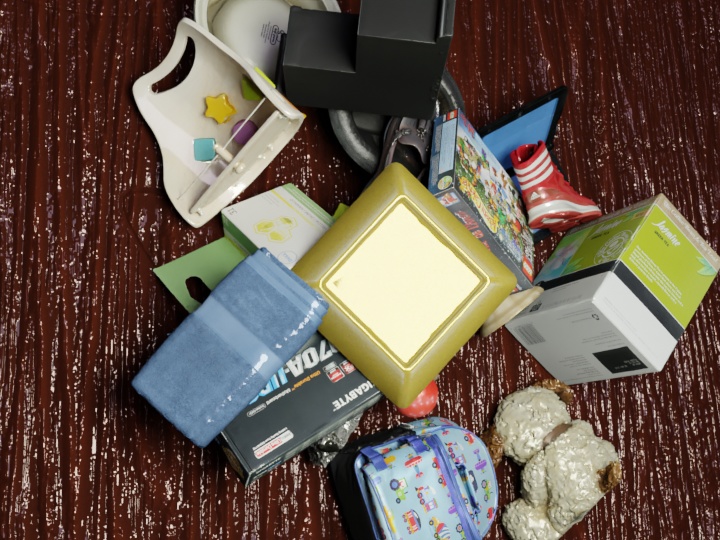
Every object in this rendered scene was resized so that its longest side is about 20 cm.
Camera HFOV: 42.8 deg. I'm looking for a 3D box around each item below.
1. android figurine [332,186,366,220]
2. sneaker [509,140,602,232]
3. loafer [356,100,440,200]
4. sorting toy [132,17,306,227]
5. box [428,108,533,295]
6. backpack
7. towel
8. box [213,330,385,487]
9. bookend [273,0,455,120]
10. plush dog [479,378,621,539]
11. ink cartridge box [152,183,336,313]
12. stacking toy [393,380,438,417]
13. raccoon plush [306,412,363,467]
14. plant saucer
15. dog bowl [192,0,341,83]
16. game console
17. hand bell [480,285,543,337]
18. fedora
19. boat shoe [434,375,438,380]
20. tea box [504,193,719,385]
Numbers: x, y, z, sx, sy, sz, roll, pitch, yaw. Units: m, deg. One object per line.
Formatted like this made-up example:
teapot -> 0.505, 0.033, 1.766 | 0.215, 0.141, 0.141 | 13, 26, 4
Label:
android figurine -> 0.000, 0.000, 1.135 | 0.181, 0.041, 0.201 | 24, 76, 9
sneaker -> 0.262, -0.117, 1.228 | 0.200, 0.078, 0.117 | 1, 71, -66
loafer -> 0.056, -0.129, 1.115 | 0.072, 0.063, 0.201 | 30, 75, -20
sorting toy -> -0.176, -0.189, 1.071 | 0.180, 0.200, 0.107 | 47, 31, -2
box -> 0.153, -0.082, 1.133 | 0.200, 0.037, 0.137 | 45, 38, -37
backpack -> 0.084, 0.268, 1.101 | 0.198, 0.134, 0.184 | -14, 84, -27
towel -> -0.132, 0.078, 0.951 | 0.111, 0.049, 0.200 | 40, 79, 16
box -> -0.088, 0.118, 1.021 | 0.199, 0.046, 0.159 | -28, 70, -29
bookend -> -0.002, -0.260, 1.026 | 0.198, 0.199, 0.093 | 6, 74, 1
plush dog -> 0.244, 0.232, 1.188 | 0.199, 0.161, 0.172 | -35, 71, -26
ink cartridge box -> -0.125, -0.020, 1.070 | 0.199, 0.048, 0.145 | -25, 45, -28
stacking toy -> 0.054, 0.067, 1.058 | 0.085, 0.085, 0.202 | -5, 80, -25
raccoon plush -> -0.060, 0.135, 1.097 | 0.134, 0.097, 0.201 | 36, 57, -4
plant saucer -> 0.045, 0.014, 1.004 | 0.200, 0.048, 0.200 | 43, 83, -1
dog bowl -> -0.122, -0.296, 1.162 | 0.198, 0.074, 0.202 | 6, 76, -24
game console -> 0.227, -0.125, 1.260 | 0.199, 0.116, 0.177 | -29, 91, -26
hand bell -> 0.141, -0.021, 1.222 | 0.104, 0.104, 0.201 | -36, 86, -26
fedora -> 0.036, -0.198, 1.197 | 0.199, 0.091, 0.203 | 2, 86, -25
boat shoe -> 0.085, 0.047, 1.181 | 0.066, 0.074, 0.202 | -2, 80, -19
tea box -> 0.334, 0.031, 1.228 | 0.134, 0.200, 0.197 | 45, 64, -10
